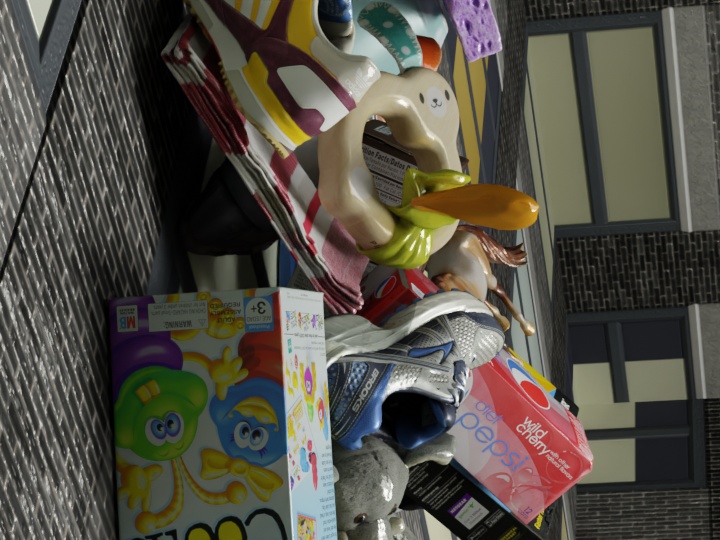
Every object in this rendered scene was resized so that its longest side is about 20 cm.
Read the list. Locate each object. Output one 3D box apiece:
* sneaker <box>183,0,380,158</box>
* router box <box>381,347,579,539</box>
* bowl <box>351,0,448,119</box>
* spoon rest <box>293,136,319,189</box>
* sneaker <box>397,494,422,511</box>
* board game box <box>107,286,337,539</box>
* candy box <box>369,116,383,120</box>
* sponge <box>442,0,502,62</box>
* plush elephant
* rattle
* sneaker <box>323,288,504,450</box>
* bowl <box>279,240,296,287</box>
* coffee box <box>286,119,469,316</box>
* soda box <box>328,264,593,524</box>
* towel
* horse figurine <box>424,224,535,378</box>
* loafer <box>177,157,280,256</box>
[{"bbox_3d":[-0.051,-0.158,1.407,0.075,0.090,0.200,48,12,-52],"label":"sneaker"},{"bbox_3d":[0.083,0.118,1.693,0.149,0.051,0.200,40,27,-9],"label":"router box"},{"bbox_3d":[-0.005,-0.204,1.631,0.201,0.105,0.201,-22,90,-87],"label":"bowl"},{"bbox_3d":[-0.062,-0.113,1.572,0.099,0.061,0.200,54,-9,29],"label":"spoon rest"},{"bbox_3d":[0.073,0.148,1.756,0.200,0.088,0.076,7,85,-78],"label":"sneaker"},{"bbox_3d":[-0.076,0.113,1.287,0.105,0.103,0.200,13,74,-77],"label":"board game box"},{"bbox_3d":[-0.015,-0.119,1.859,0.200,0.055,0.115,70,19,-56],"label":"candy box"},{"bbox_3d":[0.055,-0.229,1.590,0.200,0.030,0.112,-106,173,-66],"label":"sponge"},{"bbox_3d":[-0.015,0.165,1.431,0.155,0.165,0.200,-35,-110,56],"label":"plush elephant"},{"bbox_3d":[0.056,-0.107,1.466,0.143,0.130,0.200,-36,-155,49],"label":"rattle"},{"bbox_3d":[0.031,0.072,1.411,0.200,0.085,0.077,-14,146,-50],"label":"sneaker"},{"bbox_3d":[-0.025,0.030,1.801,0.201,0.039,0.201,-3,90,-80],"label":"bowl"},{"bbox_3d":[0.000,0.000,1.614,0.113,0.080,0.200,-32,144,-79],"label":"coffee box"},{"bbox_3d":[0.069,0.081,1.548,0.200,0.070,0.063,43,14,-23],"label":"soda box"},{"bbox_3d":[-0.056,-0.070,1.428,0.200,0.023,0.144,57,9,-12],"label":"towel"},{"bbox_3d":[0.085,0.022,1.696,0.133,0.050,0.200,52,23,-24],"label":"horse figurine"},{"bbox_3d":[-0.080,-0.043,1.500,0.072,0.063,0.200,55,6,1],"label":"loafer"}]
